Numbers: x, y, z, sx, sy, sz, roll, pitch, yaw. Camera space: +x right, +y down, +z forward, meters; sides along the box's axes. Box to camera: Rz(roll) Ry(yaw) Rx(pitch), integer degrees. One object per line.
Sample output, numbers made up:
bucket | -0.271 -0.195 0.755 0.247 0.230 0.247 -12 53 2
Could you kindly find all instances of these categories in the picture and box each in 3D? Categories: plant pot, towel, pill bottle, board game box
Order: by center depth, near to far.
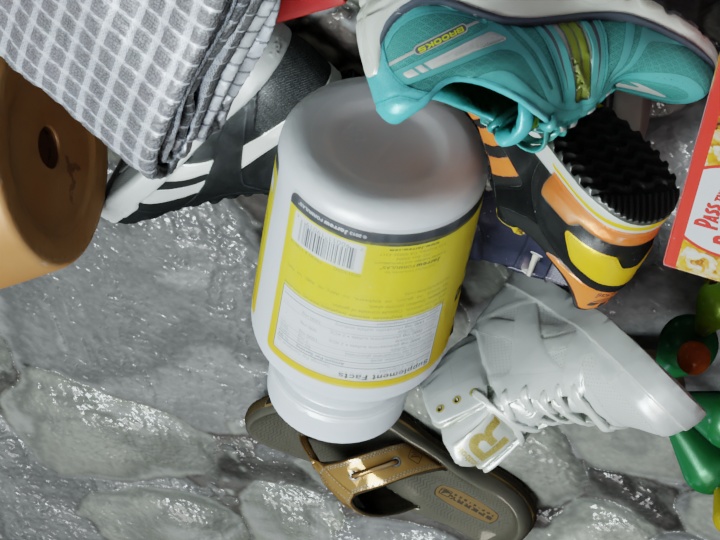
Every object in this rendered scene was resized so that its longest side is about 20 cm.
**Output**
towel | -0.116 -0.155 1.254 0.166 0.086 0.200 41 142 11
board game box | 0.198 -0.112 1.288 0.046 0.152 0.200 16 141 7
pill bottle | 0.000 0.000 1.476 0.112 0.112 0.200 18 137 6
plant pot | -0.234 -0.067 1.531 0.140 0.200 0.200 -3 135 22

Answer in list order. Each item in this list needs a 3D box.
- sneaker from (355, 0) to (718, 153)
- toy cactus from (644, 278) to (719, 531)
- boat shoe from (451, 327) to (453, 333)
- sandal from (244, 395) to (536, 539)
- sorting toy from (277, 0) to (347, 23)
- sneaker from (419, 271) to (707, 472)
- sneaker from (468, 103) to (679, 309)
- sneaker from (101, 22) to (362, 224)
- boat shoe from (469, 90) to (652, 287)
sneaker | 0.084 -0.095 1.305 0.200 0.080 0.078 3 167 -30
toy cactus | 0.200 0.071 1.574 0.165 0.102 0.200 19 149 36
boat shoe | 0.019 0.037 1.621 0.068 0.072 0.200 21 139 3
sandal | 0.017 0.136 1.752 0.200 0.055 0.082 29 142 -8
sorting toy | -0.032 -0.211 1.290 0.200 0.070 0.199 -10 129 36
sneaker | 0.105 0.076 1.510 0.074 0.116 0.200 46 174 -27
sneaker | 0.080 -0.066 1.384 0.200 0.070 0.090 55 139 33
sneaker | -0.064 -0.055 1.552 0.112 0.073 0.200 35 141 -16
boat shoe | 0.103 -0.061 1.458 0.093 0.075 0.200 12 140 6
